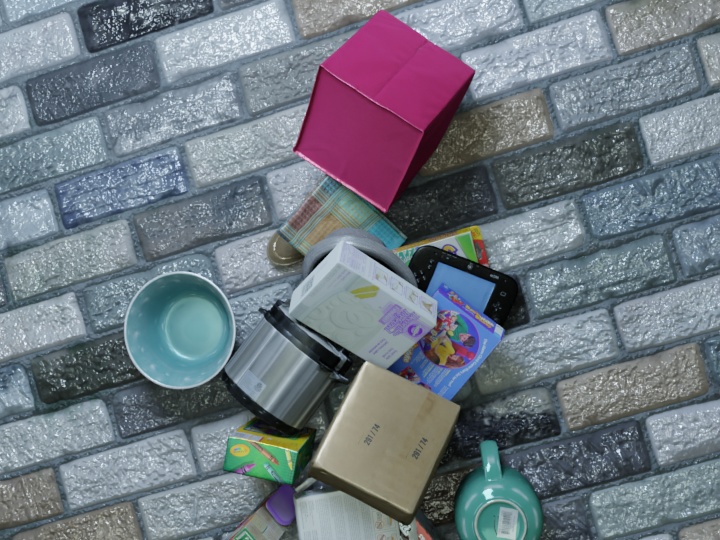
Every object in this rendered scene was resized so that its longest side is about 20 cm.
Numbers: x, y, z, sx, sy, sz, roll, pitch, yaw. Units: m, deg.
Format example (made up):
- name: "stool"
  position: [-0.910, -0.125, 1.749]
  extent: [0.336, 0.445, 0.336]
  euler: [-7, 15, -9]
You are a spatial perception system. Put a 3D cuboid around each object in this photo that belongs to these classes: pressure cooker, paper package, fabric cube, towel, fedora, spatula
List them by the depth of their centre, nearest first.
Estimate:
- name: "fabric cube"
  position: [0.035, -0.261, 1.378]
  extent: [0.199, 0.197, 0.200]
  euler: [34, 52, 5]
- name: "paper package"
  position: [0.041, 0.283, 1.382]
  extent: [0.189, 0.104, 0.201]
  euler: [25, 66, 6]
- name: "fedora"
  position: [0.000, 0.000, 1.411]
  extent: [0.199, 0.091, 0.177]
  euler: [25, 128, -13]
- name: "pressure cooker"
  position: [-0.115, 0.155, 1.435]
  extent: [0.175, 0.179, 0.201]
  euler: [37, 90, -19]
- name: "towel"
  position: [-0.028, -0.060, 1.458]
  extent: [0.200, 0.022, 0.147]
  euler: [40, 94, -29]
- name: "spatula"
  position: [-0.082, 0.360, 1.463]
  extent: [0.200, 0.021, 0.057]
  euler: [-39, 95, -30]

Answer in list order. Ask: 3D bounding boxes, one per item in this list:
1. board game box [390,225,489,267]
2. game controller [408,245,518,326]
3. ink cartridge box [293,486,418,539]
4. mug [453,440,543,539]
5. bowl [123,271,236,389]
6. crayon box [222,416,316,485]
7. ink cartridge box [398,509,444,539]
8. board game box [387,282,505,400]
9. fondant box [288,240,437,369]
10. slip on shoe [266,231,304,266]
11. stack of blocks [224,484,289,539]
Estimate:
- name: "board game box"
  position: [0.124, -0.007, 1.476]
  extent: [0.198, 0.030, 0.096]
  euler: [-17, 113, 3]
- name: "game controller"
  position: [0.171, 0.030, 1.454]
  extent: [0.198, 0.042, 0.105]
  euler: [20, 112, -9]
- name: "ink cartridge box"
  position: [-0.005, 0.442, 1.420]
  extent: [0.198, 0.050, 0.163]
  euler: [-8, 91, -11]
- name: "mug"
  position: [0.225, 0.406, 1.436]
  extent: [0.152, 0.114, 0.185]
  euler: [-40, 87, 4]
- name: "bowl"
  position: [-0.305, 0.103, 1.495]
  extent: [0.198, 0.105, 0.203]
  euler: [0, 90, 6]
- name: "crayon box"
  position: [-0.149, 0.302, 1.431]
  extent: [0.117, 0.200, 0.059]
  euler: [11, 90, 6]
- name: "ink cartridge box"
  position: [0.024, 0.465, 1.472]
  extent: [0.175, 0.084, 0.200]
  euler: [-41, 86, 5]
- name: "board game box"
  position: [0.133, 0.141, 1.443]
  extent: [0.134, 0.045, 0.201]
  euler: [37, 115, 2]
- name: "fondant box"
  position: [0.005, 0.061, 1.364]
  extent: [0.199, 0.059, 0.144]
  euler: [32, 126, -19]
- name: "slip on shoe"
  position: [-0.082, -0.070, 1.495]
  extent: [0.198, 0.061, 0.077]
  euler: [-24, 88, 5]
- name: "stack of blocks"
  position: [-0.182, 0.452, 1.431]
  extent: [0.115, 0.200, 0.059]
  euler: [-44, 86, 13]
